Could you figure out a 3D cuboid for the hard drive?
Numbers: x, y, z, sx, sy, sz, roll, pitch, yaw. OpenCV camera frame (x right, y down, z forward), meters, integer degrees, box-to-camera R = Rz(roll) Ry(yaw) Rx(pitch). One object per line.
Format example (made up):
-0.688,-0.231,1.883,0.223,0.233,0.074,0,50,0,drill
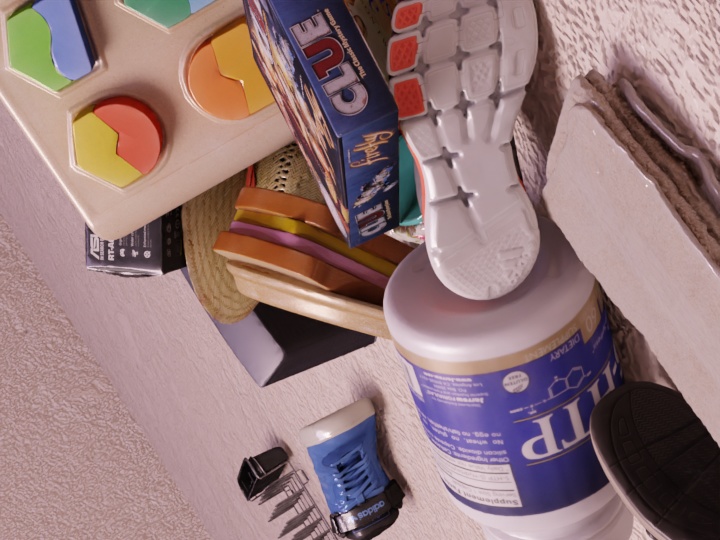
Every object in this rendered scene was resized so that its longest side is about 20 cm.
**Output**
-0.076,-0.016,1.385,0.200,0.135,0.042,58,139,15,hard drive

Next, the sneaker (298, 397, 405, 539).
-0.003,0.185,1.601,0.111,0.077,0.200,63,170,12,sneaker

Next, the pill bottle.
0.095,0.079,1.022,0.120,0.120,0.200,40,155,52,pill bottle

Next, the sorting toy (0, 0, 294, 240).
-0.136,-0.131,1.102,0.200,0.185,0.036,56,-168,-24,sorting toy

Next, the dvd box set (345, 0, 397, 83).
-0.007,-0.174,1.051,0.146,0.029,0.200,62,165,-2,dvd box set

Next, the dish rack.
-0.068,0.303,2.079,0.200,0.055,0.153,57,165,11,dish rack

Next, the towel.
0.157,0.004,0.852,0.200,0.034,0.133,56,166,18,towel

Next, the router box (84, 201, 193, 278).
-0.133,-0.104,1.239,0.150,0.062,0.200,-21,-66,-68,router box

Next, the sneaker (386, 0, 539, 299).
0.049,-0.087,0.930,0.082,0.077,0.200,-107,13,-66,sneaker

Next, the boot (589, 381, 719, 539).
0.196,0.166,0.958,0.200,0.073,0.151,44,159,31,boot

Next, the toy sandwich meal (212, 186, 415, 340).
0.000,0.000,1.161,0.205,0.205,0.070,18,93,68,toy sandwich meal

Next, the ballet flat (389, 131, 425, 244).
0.033,-0.055,1.110,0.064,0.076,0.200,33,-177,-27,ballet flat

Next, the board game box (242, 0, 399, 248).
-0.023,-0.102,0.952,0.200,0.035,0.136,85,160,-75,board game box

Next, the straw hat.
-0.048,-0.058,1.264,0.085,0.201,0.201,4,137,19,straw hat
